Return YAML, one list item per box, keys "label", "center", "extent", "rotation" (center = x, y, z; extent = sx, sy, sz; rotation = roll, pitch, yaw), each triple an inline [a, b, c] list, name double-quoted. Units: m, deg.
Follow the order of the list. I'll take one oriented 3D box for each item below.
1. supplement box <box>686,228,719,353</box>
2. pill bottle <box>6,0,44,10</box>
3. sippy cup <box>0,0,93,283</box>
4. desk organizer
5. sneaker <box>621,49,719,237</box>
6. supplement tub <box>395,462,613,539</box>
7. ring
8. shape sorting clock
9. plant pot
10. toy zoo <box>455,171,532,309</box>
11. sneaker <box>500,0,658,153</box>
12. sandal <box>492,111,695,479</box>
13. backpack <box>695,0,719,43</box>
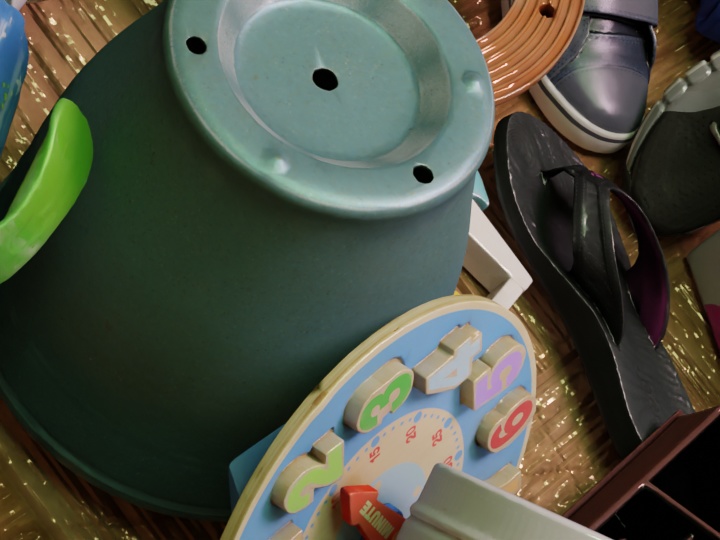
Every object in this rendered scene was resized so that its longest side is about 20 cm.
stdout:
- label: "supplement box"
  center: [0.269, -0.010, 1.203]
  extent: [0.103, 0.200, 0.102]
  rotation: [1, 63, -36]
- label: "pill bottle"
  center: [-0.145, -0.193, 1.092]
  extent: [0.112, 0.112, 0.200]
  rotation: [39, 48, -8]
- label: "sippy cup"
  center: [-0.195, -0.055, 0.937]
  extent: [0.177, 0.140, 0.131]
  rotation: [26, 63, -7]
- label: "desk organizer"
  center: [0.127, 0.135, 1.073]
  extent: [0.200, 0.077, 0.072]
  rotation: [-37, 97, -37]
- label: "sneaker"
  center: [0.218, -0.086, 1.210]
  extent: [0.075, 0.200, 0.116]
  rotation: [49, 3, -9]
- label: "supplement tub"
  center: [0.046, 0.189, 0.914]
  extent: [0.132, 0.132, 0.201]
  rotation: [26, 87, -19]
- label: "ring"
  center: [0.016, -0.158, 1.213]
  extent: [0.199, 0.019, 0.201]
  rotation: [7, 58, -12]
- label: "shape sorting clock"
  center: [0.007, 0.101, 0.966]
  extent: [0.200, 0.201, 0.039]
  rotation: [-22, 46, -41]
- label: "plant pot"
  center: [-0.039, -0.029, 0.980]
  extent: [0.199, 0.188, 0.201]
  rotation: [12, 55, -18]
- label: "toy zoo"
  center: [0.000, 0.000, 1.132]
  extent: [0.131, 0.020, 0.200]
  rotation: [44, 47, -3]
- label: "sneaker"
  center: [0.119, -0.164, 1.281]
  extent: [0.078, 0.079, 0.201]
  rotation: [4, 62, -34]
- label: "sandal"
  center: [0.127, 0.007, 1.187]
  extent: [0.075, 0.048, 0.201]
  rotation: [-9, 71, -53]
- label: "backpack"
  center: [0.288, -0.192, 1.331]
  extent: [0.162, 0.200, 0.168]
  rotation: [29, 49, -17]
